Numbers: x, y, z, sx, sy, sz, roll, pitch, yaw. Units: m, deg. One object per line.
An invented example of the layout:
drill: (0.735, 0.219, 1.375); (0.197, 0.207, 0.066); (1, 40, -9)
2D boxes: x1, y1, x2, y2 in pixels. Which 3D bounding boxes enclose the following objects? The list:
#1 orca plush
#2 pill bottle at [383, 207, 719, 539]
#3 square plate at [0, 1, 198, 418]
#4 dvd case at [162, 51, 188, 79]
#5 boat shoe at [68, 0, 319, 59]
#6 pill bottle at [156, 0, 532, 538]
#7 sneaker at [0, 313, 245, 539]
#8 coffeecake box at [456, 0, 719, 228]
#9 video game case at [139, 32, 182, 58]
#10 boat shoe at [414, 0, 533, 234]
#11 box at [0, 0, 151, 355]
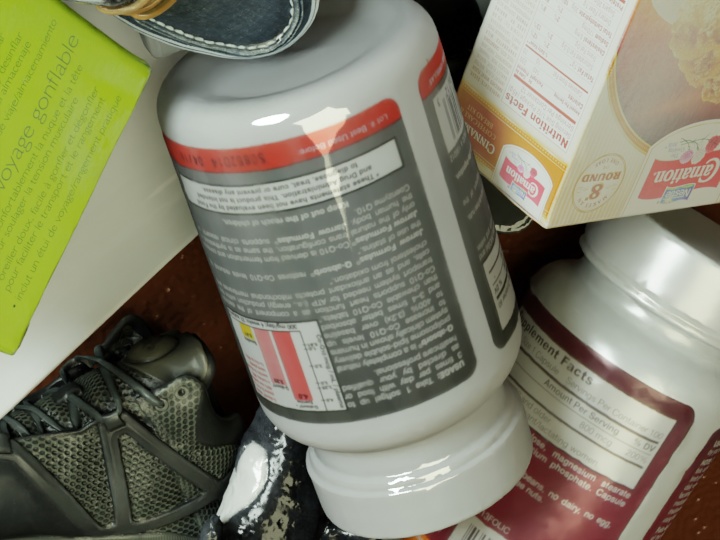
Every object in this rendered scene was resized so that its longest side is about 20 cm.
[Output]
orca plush: (-0.017, 0.101, 1.081); (0.071, 0.105, 0.201); (20, 80, 13)
pill bottle: (0.103, 0.068, 1.097); (0.114, 0.114, 0.201); (25, 106, -26)
square plate: (-0.130, -0.066, 0.929); (0.200, 0.028, 0.199); (-45, 133, -31)
dvd case: (-0.129, -0.063, 1.013); (0.199, 0.025, 0.151); (-36, 120, 1)
boat shoe: (-0.081, -0.113, 0.846); (0.200, 0.091, 0.071); (31, 110, -39)
pill bottle: (0.000, 0.000, 0.975); (0.115, 0.116, 0.201); (-21, 115, -6)
sneaker: (-0.134, 0.067, 1.041); (0.198, 0.076, 0.115); (12, 107, -32)
coffeecake box: (0.137, -0.125, 0.980); (0.153, 0.073, 0.201); (-9, 131, -42)
video game case: (-0.018, -0.191, 0.893); (0.181, 0.022, 0.201); (-22, 132, -9)
boat shoe: (0.035, -0.093, 1.029); (0.073, 0.063, 0.202); (-26, 121, -7)
box: (-0.168, -0.066, 0.825); (0.200, 0.047, 0.123); (36, 74, -47)
